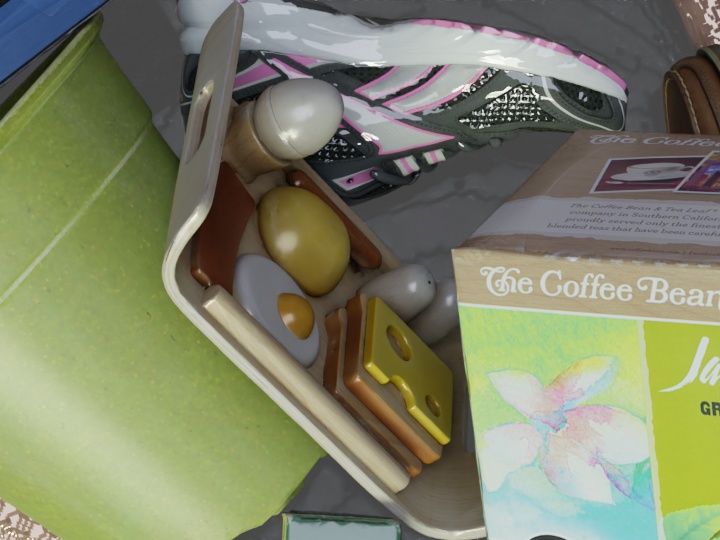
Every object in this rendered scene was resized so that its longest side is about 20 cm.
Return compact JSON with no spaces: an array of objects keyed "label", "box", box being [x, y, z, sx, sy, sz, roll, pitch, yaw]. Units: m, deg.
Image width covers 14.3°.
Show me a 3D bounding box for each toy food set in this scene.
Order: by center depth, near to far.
[{"label":"toy food set","box":[0.000,0.000,1.155,0.060,0.144,0.200,-31,120,25]}]

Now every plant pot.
[{"label":"plant pot","box":[-0.109,0.030,1.178,0.190,0.200,0.200,44,86,-8]}]

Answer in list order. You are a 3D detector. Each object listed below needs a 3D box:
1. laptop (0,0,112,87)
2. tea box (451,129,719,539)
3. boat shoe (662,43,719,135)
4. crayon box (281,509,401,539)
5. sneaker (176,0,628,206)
[{"label":"laptop","box":[-0.201,-0.128,1.198,0.187,0.116,0.200,-37,75,-4]},{"label":"tea box","box":[0.159,0.060,1.108,0.199,0.134,0.198,3,114,27]},{"label":"boat shoe","box":[0.151,0.005,1.226,0.068,0.072,0.201,-12,85,-3]},{"label":"crayon box","box":[-0.012,0.201,1.182,0.051,0.127,0.201,4,86,0]},{"label":"sneaker","box":[0.016,-0.068,1.240,0.199,0.080,0.087,8,97,8]}]
